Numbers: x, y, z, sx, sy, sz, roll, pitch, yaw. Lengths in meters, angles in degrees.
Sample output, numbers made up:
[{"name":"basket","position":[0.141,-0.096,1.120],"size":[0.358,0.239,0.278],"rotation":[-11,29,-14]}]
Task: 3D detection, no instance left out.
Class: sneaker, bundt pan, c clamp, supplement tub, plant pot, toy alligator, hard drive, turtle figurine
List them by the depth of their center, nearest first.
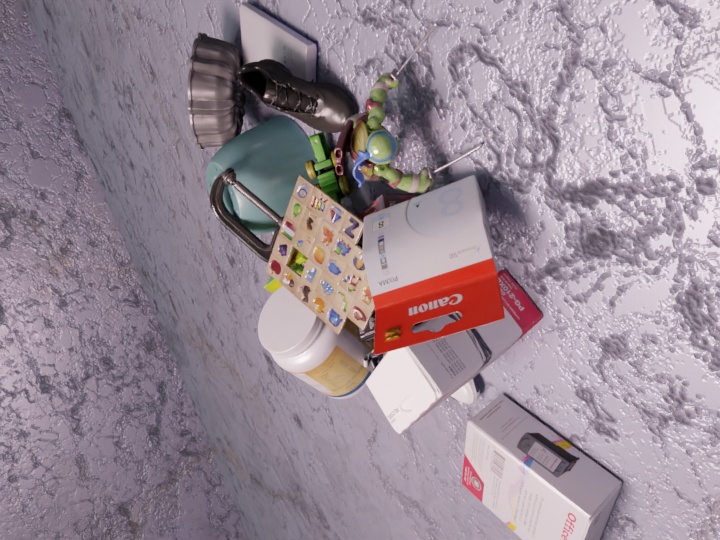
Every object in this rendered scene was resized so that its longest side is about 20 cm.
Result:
[{"name":"turtle figurine","position":[0.053,-0.178,0.759],"size":[0.143,0.201,0.194],"rotation":[40,178,-16]},{"name":"sneaker","position":[-0.102,-0.262,0.874],"size":[0.196,0.091,0.078],"rotation":[24,113,14]},{"name":"sneaker","position":[0.083,0.170,0.912],"size":[0.198,0.128,0.081],"rotation":[37,142,36]},{"name":"c clamp","position":[-0.171,-0.097,0.939],"size":[0.198,0.027,0.173],"rotation":[36,139,13]},{"name":"toy alligator","position":[-0.060,-0.184,0.955],"size":[0.054,0.058,0.205],"rotation":[-43,-63,-78]},{"name":"supplement tub","position":[-0.067,0.119,0.973],"size":[0.143,0.146,0.200],"rotation":[29,170,43]},{"name":"hard drive","position":[-0.141,-0.354,0.975],"size":[0.199,0.025,0.134],"rotation":[42,143,33]},{"name":"bundt pan","position":[-0.256,-0.326,1.054],"size":[0.202,0.073,0.208],"rotation":[-176,90,-88]},{"name":"plant pot","position":[-0.186,-0.161,1.055],"size":[0.199,0.159,0.205],"rotation":[36,140,37]}]

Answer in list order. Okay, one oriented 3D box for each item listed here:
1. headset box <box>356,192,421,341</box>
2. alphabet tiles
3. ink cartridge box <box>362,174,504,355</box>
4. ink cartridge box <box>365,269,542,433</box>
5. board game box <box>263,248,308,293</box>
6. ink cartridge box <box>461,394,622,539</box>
[{"name":"headset box","position":[0.042,-0.011,0.853],"size":[0.148,0.073,0.206],"rotation":[-33,64,59]},{"name":"alphabet tiles","position":[-0.047,-0.013,0.832],"size":[0.199,0.007,0.170],"rotation":[37,118,23]},{"name":"ink cartridge box","position":[0.078,-0.011,0.678],"size":[0.156,0.203,0.048],"rotation":[-18,131,20]},{"name":"ink cartridge box","position":[0.118,0.105,0.742],"size":[0.085,0.197,0.146],"rotation":[51,147,17]},{"name":"board game box","position":[-0.100,-0.028,0.978],"size":[0.047,0.104,0.199],"rotation":[27,155,-17]},{"name":"ink cartridge box","position":[0.243,0.298,0.804],"size":[0.198,0.084,0.151],"rotation":[34,137,39]}]
